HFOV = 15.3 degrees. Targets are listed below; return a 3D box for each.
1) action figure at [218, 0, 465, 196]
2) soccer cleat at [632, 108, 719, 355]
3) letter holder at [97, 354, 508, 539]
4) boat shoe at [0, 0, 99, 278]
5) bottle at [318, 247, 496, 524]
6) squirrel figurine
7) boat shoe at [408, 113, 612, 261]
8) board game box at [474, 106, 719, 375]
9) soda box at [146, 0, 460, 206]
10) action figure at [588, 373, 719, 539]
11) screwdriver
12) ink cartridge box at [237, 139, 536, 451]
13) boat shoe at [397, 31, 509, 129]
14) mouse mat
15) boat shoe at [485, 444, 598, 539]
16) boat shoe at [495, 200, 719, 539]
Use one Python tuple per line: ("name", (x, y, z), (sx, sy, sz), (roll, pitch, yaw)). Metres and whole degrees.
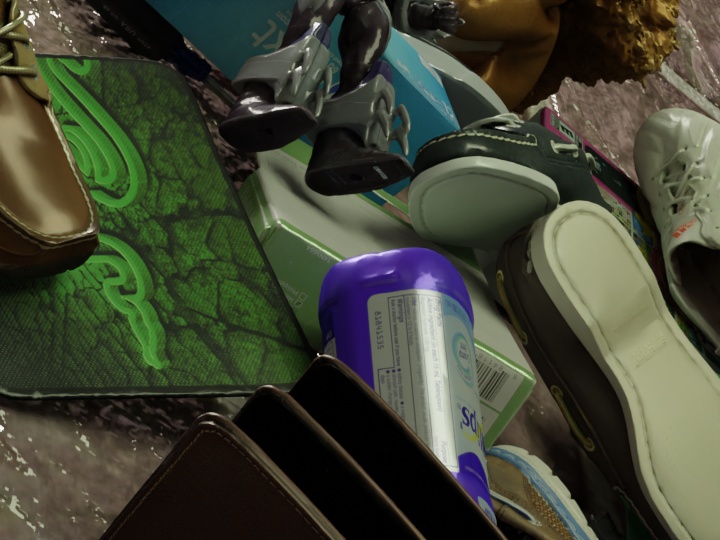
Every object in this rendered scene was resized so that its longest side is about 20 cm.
("action figure", (-0.003, -0.133, 1.293), (0.130, 0.069, 0.200), (36, 50, -33))
("soccer cleat", (0.194, -0.023, 1.496), (0.078, 0.069, 0.200), (7, 40, -33))
("letter holder", (0.017, 0.129, 0.978), (0.101, 0.142, 0.200), (-35, 81, -35))
("boat shoe", (-0.171, -0.086, 1.102), (0.076, 0.074, 0.200), (-18, 62, -44))
("bottle", (0.023, 0.093, 1.118), (0.084, 0.065, 0.200), (66, 17, -63))
("squirrel figurine", (0.105, -0.174, 1.585), (0.200, 0.187, 0.142), (13, 40, -53))
("boat shoe", (0.071, -0.045, 1.337), (0.200, 0.076, 0.060), (32, 45, -67))
("board game box", (0.156, 0.016, 1.528), (0.200, 0.064, 0.148), (41, 24, -16))
("soda box", (-0.035, -0.122, 1.374), (0.200, 0.068, 0.064), (43, 17, -34))
("action figure", (0.158, 0.129, 1.346), (0.118, 0.055, 0.200), (19, 44, -21))
("screwdriver", (-0.065, -0.090, 1.365), (0.200, 0.029, 0.028), (38, 17, -18))
("ink cartridge box", (0.000, 0.000, 1.288), (0.145, 0.048, 0.200), (31, 11, -15))
("boat shoe", (0.004, -0.124, 1.479), (0.199, 0.074, 0.068), (26, 44, -22))
("mouse mat", (-0.115, -0.023, 1.139), (0.161, 0.008, 0.200), (0, 47, -34))
("boat shoe", (0.095, 0.164, 1.194), (0.200, 0.072, 0.072), (45, 26, 22))
("boat shoe", (0.131, 0.064, 1.301), (0.072, 0.060, 0.200), (-30, 91, -35))
